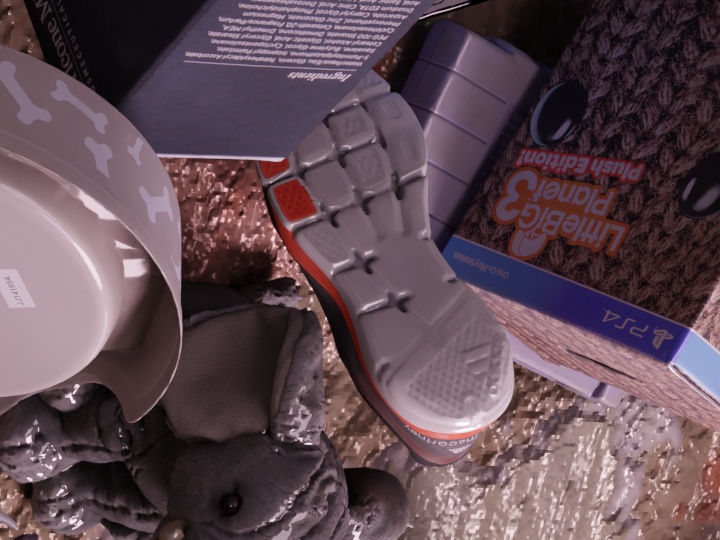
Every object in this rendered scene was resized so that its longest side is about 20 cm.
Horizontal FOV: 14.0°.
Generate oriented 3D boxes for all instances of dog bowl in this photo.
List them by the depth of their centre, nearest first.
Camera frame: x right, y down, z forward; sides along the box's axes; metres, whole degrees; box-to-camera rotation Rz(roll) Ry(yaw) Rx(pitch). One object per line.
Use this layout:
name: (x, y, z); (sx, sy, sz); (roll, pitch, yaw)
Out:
dog bowl: (-0.158, -0.012, 1.101); (0.200, 0.200, 0.059); (52, 38, -39)

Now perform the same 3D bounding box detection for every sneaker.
sneaker: (0.000, 0.000, 1.269); (0.077, 0.200, 0.082); (-13, 152, -16)

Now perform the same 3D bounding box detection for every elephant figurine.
elephant figurine: (-0.047, 0.085, 1.215); (0.141, 0.200, 0.155); (17, 94, -43)

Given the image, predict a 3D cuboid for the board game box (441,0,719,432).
board game box: (0.158, -0.042, 1.312); (0.097, 0.159, 0.200); (38, 80, -41)

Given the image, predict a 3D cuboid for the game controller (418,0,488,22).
game controller: (0.068, -0.141, 1.268); (0.200, 0.104, 0.042); (-17, 100, -12)

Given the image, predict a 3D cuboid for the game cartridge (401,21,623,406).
game cartridge: (0.080, -0.026, 1.391); (0.200, 0.038, 0.130); (28, 83, -43)

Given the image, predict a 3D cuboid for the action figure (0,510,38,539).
action figure: (-0.216, 0.056, 1.103); (0.200, 0.130, 0.069); (45, 50, -14)

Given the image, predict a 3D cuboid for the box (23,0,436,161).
box: (-0.040, -0.157, 1.109); (0.107, 0.149, 0.200); (-1, 148, -40)
